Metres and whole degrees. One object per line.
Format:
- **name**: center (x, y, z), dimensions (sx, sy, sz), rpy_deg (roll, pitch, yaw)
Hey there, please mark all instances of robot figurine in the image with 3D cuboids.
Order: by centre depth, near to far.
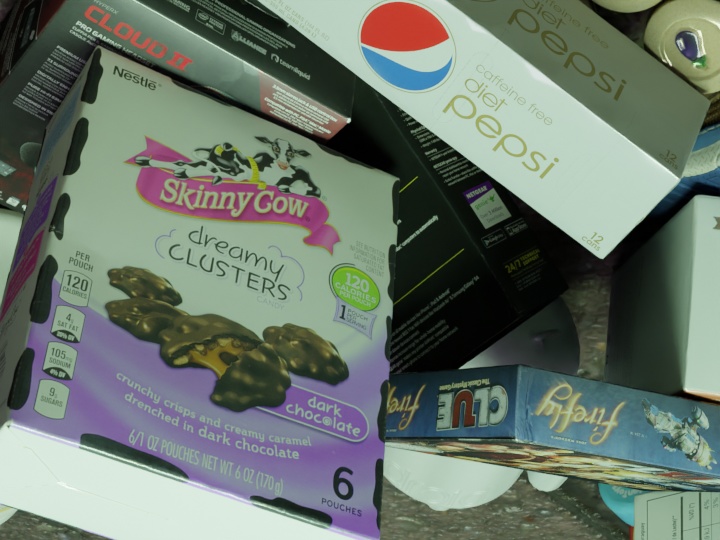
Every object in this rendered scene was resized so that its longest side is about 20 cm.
- **robot figurine**: center (0.066, 0.069, 0.919), dimensions (0.169, 0.113, 0.201), rpy_deg (31, 143, 9)

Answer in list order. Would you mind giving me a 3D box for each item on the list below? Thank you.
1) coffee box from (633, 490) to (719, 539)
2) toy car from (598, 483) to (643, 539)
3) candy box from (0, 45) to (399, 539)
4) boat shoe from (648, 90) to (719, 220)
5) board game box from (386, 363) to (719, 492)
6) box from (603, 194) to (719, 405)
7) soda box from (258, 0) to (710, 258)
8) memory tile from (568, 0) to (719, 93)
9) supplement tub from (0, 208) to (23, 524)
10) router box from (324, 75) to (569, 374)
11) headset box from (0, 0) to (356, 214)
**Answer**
- **coffee box**: center (0.278, 0.226, 0.809), dimensions (0.197, 0.202, 0.199), rpy_deg (-22, 139, 39)
- **toy car**: center (0.271, 0.230, 1.031), dimensions (0.176, 0.202, 0.184), rpy_deg (-19, 137, 30)
- **candy box**: center (-0.072, 0.022, 0.676), dimensions (0.166, 0.202, 0.072), rpy_deg (21, 141, -22)
- **boat shoe**: center (0.184, -0.071, 0.743), dimensions (0.072, 0.073, 0.200), rpy_deg (19, 167, -21)
- **board game box**: center (0.115, 0.083, 0.752), dimensions (0.198, 0.035, 0.135), rpy_deg (13, 167, -30)
- **box**: center (0.210, 0.036, 0.807), dimensions (0.123, 0.099, 0.200), rpy_deg (7, 168, -1)
- **soda box**: center (0.056, -0.099, 0.676), dimensions (0.199, 0.068, 0.064), rpy_deg (36, 134, -4)
- **memory tile**: center (0.101, -0.128, 0.688), dimensions (0.153, 0.017, 0.199), rpy_deg (45, 132, -11)
- **supplement tub**: center (-0.245, 0.071, 0.941), dimensions (0.144, 0.147, 0.200), rpy_deg (16, 142, -13)
- **router box**: center (0.000, 0.000, 0.819), dimensions (0.200, 0.051, 0.150), rpy_deg (-39, 80, 44)
- **headset box**: center (-0.104, -0.094, 0.759), dimensions (0.148, 0.076, 0.200), rpy_deg (27, 139, -26)
